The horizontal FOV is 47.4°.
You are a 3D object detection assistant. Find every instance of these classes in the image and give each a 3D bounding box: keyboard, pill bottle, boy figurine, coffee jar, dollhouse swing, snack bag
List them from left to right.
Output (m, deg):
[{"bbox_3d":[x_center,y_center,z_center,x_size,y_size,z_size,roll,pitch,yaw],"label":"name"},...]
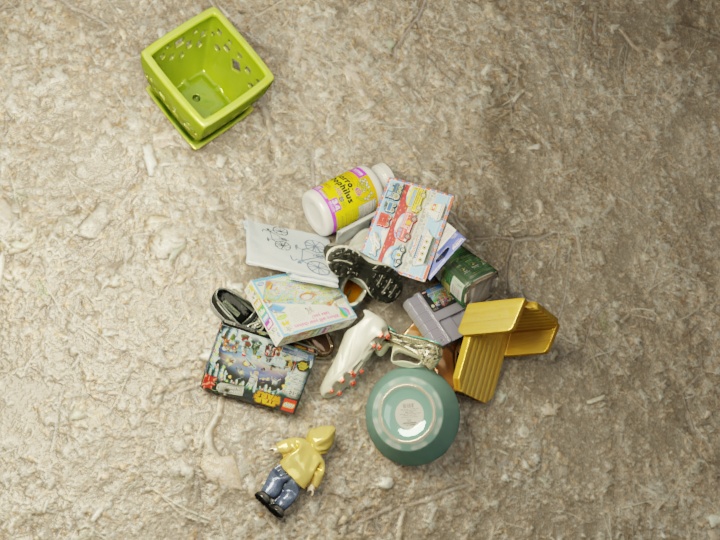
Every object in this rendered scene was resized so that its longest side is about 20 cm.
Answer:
[{"bbox_3d":[-0.146,-0.036,1.680,0.197,0.022,0.189,12,29,-16],"label":"snack bag"},{"bbox_3d":[-0.124,0.378,1.606,0.124,0.064,0.201,40,65,-4],"label":"boy figurine"},{"bbox_3d":[-0.021,-0.161,1.773,0.198,0.104,0.105,-29,85,-24],"label":"pill bottle"},{"bbox_3d":[0.027,-0.111,1.803,0.198,0.056,0.011,-29,71,-24],"label":"keyboard"},{"bbox_3d":[0.199,-0.010,1.771,0.103,0.086,0.200,-22,45,-26],"label":"coffee jar"},{"bbox_3d":[0.309,0.177,1.721,0.199,0.180,0.179,31,58,-50],"label":"dollhouse swing"}]

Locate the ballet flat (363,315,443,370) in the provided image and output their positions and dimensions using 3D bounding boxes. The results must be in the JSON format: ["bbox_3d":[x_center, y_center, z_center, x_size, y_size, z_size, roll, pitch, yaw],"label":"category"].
[{"bbox_3d":[0.075,0.154,1.697,0.198,0.068,0.076,22,76,28],"label":"ballet flat"}]

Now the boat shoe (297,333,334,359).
[{"bbox_3d":[-0.127,0.097,1.678,0.203,0.075,0.075,47,66,-2],"label":"boat shoe"}]

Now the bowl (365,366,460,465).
[{"bbox_3d":[0.098,0.287,1.643,0.197,0.105,0.204,-2,77,11],"label":"bowl"}]

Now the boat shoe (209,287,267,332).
[{"bbox_3d":[-0.215,0.103,1.650,0.199,0.068,0.074,44,66,-3],"label":"boat shoe"}]

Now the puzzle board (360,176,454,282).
[{"bbox_3d":[0.096,-0.090,1.715,0.149,0.017,0.203,17,74,14],"label":"puzzle board"}]

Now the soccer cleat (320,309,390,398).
[{"bbox_3d":[-0.021,0.173,1.681,0.077,0.069,0.201,42,97,30],"label":"soccer cleat"}]

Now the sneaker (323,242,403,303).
[{"bbox_3d":[0.007,-0.002,1.666,0.199,0.079,0.074,32,96,-28],"label":"sneaker"}]

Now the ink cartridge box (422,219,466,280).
[{"bbox_3d":[0.130,-0.069,1.752,0.120,0.042,0.200,-47,49,0],"label":"ink cartridge box"}]

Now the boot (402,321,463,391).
[{"bbox_3d":[0.150,0.186,1.747,0.155,0.077,0.201,39,64,-6],"label":"boot"}]

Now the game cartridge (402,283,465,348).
[{"bbox_3d":[0.195,0.088,1.773,0.198,0.038,0.131,-20,72,-40],"label":"game cartridge"}]

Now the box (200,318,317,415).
[{"bbox_3d":[-0.200,0.191,1.612,0.197,0.040,0.139,18,102,-13],"label":"box"}]

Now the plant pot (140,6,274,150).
[{"bbox_3d":[-0.323,-0.380,1.689,0.199,0.181,0.201,-40,90,-24],"label":"plant pot"}]

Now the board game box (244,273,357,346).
[{"bbox_3d":[-0.116,0.066,1.623,0.198,0.034,0.135,-11,60,-44],"label":"board game box"}]

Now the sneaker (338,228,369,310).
[{"bbox_3d":[0.000,0.000,1.746,0.076,0.081,0.203,22,69,-13],"label":"sneaker"}]
